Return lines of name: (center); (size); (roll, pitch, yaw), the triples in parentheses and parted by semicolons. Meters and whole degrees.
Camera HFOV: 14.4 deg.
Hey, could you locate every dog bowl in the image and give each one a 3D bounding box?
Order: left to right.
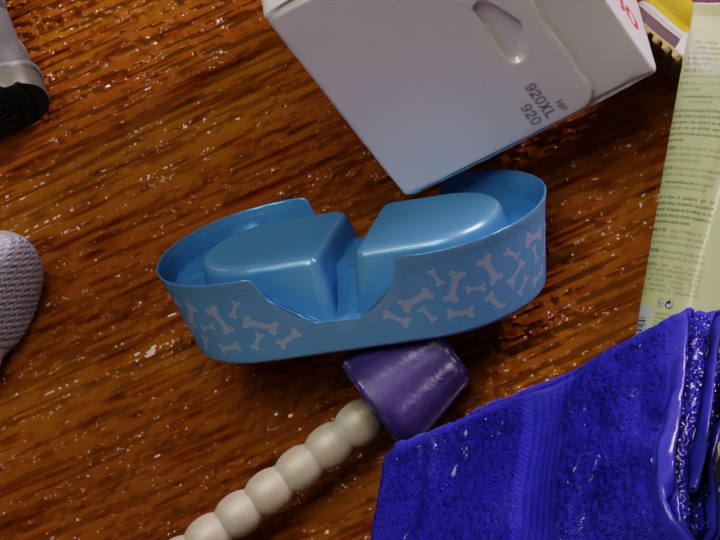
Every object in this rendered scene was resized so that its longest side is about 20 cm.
dog bowl: (0.000, 0.000, 1.405); (0.200, 0.050, 0.112); (-9, 20, 17)

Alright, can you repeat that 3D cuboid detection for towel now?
towel: (0.079, 0.100, 1.279); (0.200, 0.050, 0.148); (-30, 28, 34)

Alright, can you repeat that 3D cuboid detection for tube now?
tube: (0.165, -0.028, 1.336); (0.058, 0.052, 0.200); (8, 89, 20)

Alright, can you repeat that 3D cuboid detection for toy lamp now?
toy lamp: (-0.035, 0.098, 1.386); (0.200, 0.058, 0.058); (-36, 55, -1)

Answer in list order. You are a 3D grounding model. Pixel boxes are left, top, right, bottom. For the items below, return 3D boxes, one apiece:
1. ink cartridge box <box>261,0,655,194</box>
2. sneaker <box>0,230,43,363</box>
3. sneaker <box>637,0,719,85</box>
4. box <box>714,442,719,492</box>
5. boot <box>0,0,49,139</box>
ink cartridge box: (0.037, -0.173, 1.421); (0.145, 0.147, 0.200); (-27, 41, 16)
sneaker: (-0.262, 0.051, 1.496); (0.115, 0.075, 0.200); (21, 67, 31)
sneaker: (0.220, -0.101, 1.385); (0.090, 0.075, 0.200); (-47, 57, -1)
box: (0.216, 0.175, 1.250); (0.193, 0.048, 0.200); (12, 68, 29)
boot: (-0.273, -0.146, 1.611); (0.182, 0.073, 0.200); (-20, 62, -6)
